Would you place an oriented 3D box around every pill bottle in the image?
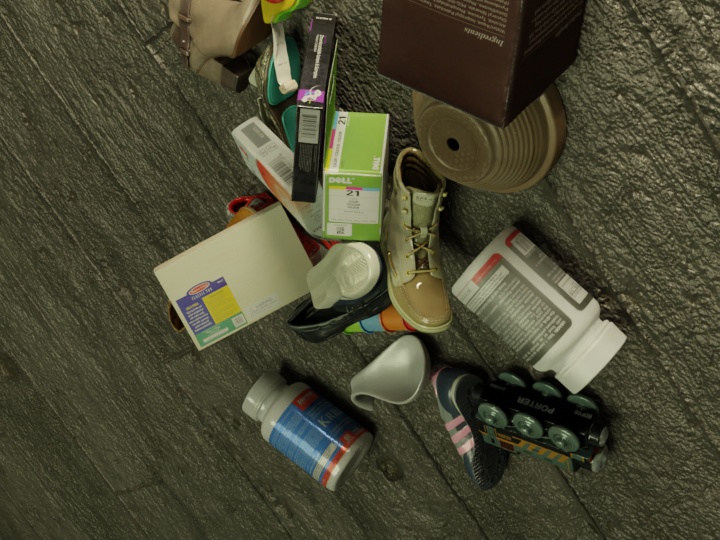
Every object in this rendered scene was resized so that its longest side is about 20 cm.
[{"bbox_3d":[0.220,0.050,1.531,0.200,0.114,0.114,43,141,6],"label":"pill bottle"},{"bbox_3d":[-0.088,0.249,1.986,0.199,0.112,0.113,35,140,14],"label":"pill bottle"}]

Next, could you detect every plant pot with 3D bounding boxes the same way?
[{"bbox_3d":[0.130,-0.168,1.450,0.200,0.093,0.202,25,136,27],"label":"plant pot"}]

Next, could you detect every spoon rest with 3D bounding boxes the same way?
[{"bbox_3d":[0.040,0.159,1.819,0.200,0.060,0.100,-38,49,54],"label":"spoon rest"}]

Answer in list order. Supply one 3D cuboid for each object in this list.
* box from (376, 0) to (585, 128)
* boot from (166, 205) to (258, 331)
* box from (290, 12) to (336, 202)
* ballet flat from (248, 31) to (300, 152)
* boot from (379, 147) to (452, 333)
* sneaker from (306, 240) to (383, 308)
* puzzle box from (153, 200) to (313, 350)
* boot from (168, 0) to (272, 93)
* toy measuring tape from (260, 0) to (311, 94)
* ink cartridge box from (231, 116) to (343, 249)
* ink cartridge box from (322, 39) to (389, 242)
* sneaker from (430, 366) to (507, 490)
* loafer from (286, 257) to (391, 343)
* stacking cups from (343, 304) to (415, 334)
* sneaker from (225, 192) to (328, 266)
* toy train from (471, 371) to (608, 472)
[{"bbox_3d":[0.131,-0.292,1.285,0.164,0.166,0.201,27,136,23],"label":"box"},{"bbox_3d":[-0.205,0.006,1.767,0.071,0.144,0.202,42,145,12],"label":"boot"},{"bbox_3d":[-0.056,-0.201,1.521,0.036,0.201,0.144,5,134,-1],"label":"box"},{"bbox_3d":[-0.111,-0.227,1.649,0.075,0.068,0.201,26,141,38],"label":"ballet flat"},{"bbox_3d":[0.075,-0.038,1.558,0.155,0.072,0.201,101,158,-47],"label":"boot"},{"bbox_3d":[0.000,0.000,1.605,0.200,0.084,0.076,-22,81,66],"label":"sneaker"},{"bbox_3d":[-0.169,0.008,1.722,0.134,0.199,0.025,63,178,-20],"label":"puzzle box"},{"bbox_3d":[-0.189,-0.333,1.631,0.146,0.070,0.201,44,135,17],"label":"boot"},{"bbox_3d":[-0.084,-0.315,1.527,0.073,0.073,0.201,10,117,37],"label":"toy measuring tape"},{"bbox_3d":[-0.091,-0.090,1.673,0.162,0.050,0.201,46,162,39],"label":"ink cartridge box"},{"bbox_3d":[-0.004,-0.158,1.527,0.075,0.148,0.201,4,127,2],"label":"ink cartridge box"},{"bbox_3d":[0.154,0.222,1.788,0.082,0.070,0.201,23,135,52],"label":"sneaker"},{"bbox_3d":[-0.017,0.039,1.730,0.200,0.070,0.068,-34,59,27],"label":"loafer"},{"bbox_3d":[0.029,0.059,1.771,0.199,0.061,0.061,-5,119,39],"label":"stacking cups"},{"bbox_3d":[-0.113,-0.047,1.795,0.200,0.067,0.108,17,135,36],"label":"sneaker"},{"bbox_3d":[0.243,0.208,1.676,0.199,0.085,0.114,16,144,31],"label":"toy train"}]
